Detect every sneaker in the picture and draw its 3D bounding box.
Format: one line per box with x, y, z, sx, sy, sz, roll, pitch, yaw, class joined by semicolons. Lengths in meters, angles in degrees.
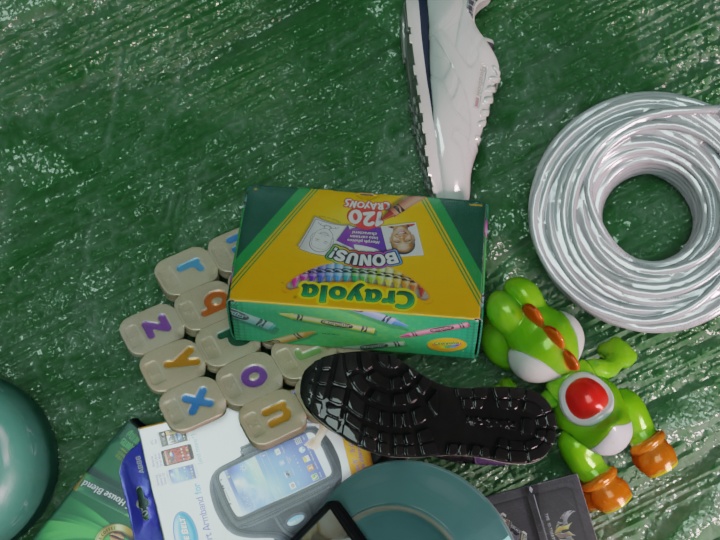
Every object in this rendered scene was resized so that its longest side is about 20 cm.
0.044;0.119;1.083;0.200;0.088;0.076;15;72;-12;sneaker
0.081;-0.144;1.169;0.080;0.076;0.200;-4;85;-7;sneaker

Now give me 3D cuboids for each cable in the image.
0.238;-0.048;1.148;0.200;0.069;0.200;10;85;5;cable

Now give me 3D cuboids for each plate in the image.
0.030;0.242;1.035;0.200;0.026;0.201;-2;86;32;plate

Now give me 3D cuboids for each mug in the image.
-0.345;0.146;1.134;0.185;0.114;0.152;45;88;7;mug

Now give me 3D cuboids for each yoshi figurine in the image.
0.165;0.092;1.138;0.112;0.112;0.200;-29;98;39;yoshi figurine

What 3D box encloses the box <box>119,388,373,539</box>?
-0.090;0.165;1.117;0.200;0.041;0.119;-14;84;-8;box

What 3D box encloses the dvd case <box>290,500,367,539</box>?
-0.044;0.291;1.052;0.200;0.018;0.143;-48;64;20;dvd case

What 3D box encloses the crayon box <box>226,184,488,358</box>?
0.000;0.000;1.123;0.200;0.058;0.119;4;54;3;crayon box

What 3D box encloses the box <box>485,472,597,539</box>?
0.117;0.271;1.068;0.158;0.048;0.200;-14;76;-7;box

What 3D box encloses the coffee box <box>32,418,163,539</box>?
-0.205;0.238;1.150;0.123;0.044;0.200;39;86;6;coffee box

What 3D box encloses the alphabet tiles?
-0.086;0.051;1.132;0.195;0.015;0.200;-24;57;-16;alphabet tiles

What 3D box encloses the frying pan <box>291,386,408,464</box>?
0.006;0.096;1.166;0.115;0.031;0.190;25;88;4;frying pan
